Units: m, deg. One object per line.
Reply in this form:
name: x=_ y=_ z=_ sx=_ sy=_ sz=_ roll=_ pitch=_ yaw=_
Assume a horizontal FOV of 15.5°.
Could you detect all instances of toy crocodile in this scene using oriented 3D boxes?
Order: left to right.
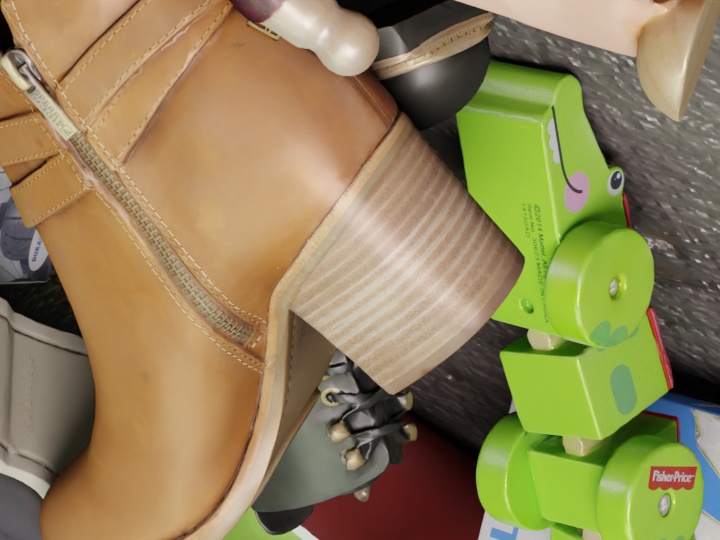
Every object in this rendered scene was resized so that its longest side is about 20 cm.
toy crocodile: x=0.070 y=0.026 z=0.829 sx=0.067 sy=0.062 sz=0.201 roll=10 pitch=123 yaw=44

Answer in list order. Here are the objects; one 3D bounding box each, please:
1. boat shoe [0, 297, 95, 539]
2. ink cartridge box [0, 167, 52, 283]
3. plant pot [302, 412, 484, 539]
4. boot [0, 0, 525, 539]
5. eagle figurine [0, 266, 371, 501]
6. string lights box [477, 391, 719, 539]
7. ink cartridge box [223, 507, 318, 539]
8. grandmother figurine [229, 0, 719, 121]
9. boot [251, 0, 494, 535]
boat shoe: x=-0.117 y=0.054 z=0.831 sx=0.062 sy=0.073 sz=0.200 roll=-7 pitch=152 yaw=24
ink cartridge box: x=-0.161 y=-0.044 z=0.771 sx=0.039 sy=0.100 sz=0.200 roll=30 pitch=-159 yaw=37
plant pot: x=-0.044 y=0.120 z=1.123 sx=0.177 sy=0.201 sz=0.200 roll=44 pitch=159 yaw=-8
boot: x=-0.069 y=-0.004 z=0.735 sx=0.155 sy=0.077 sz=0.200 roll=43 pitch=134 yaw=-10
eagle figurine: x=-0.083 y=-0.004 z=0.955 sx=0.199 sy=0.151 sz=0.152 roll=23 pitch=173 yaw=-12
string lights box: x=0.137 y=0.103 z=0.897 sx=0.199 sy=0.103 sz=0.059 roll=14 pitch=-178 yaw=39
ink cartridge box: x=-0.017 y=0.163 z=0.968 sx=0.148 sy=0.076 sz=0.200 roll=40 pitch=129 yaw=7
grandmother figurine: x=-0.008 y=-0.104 z=0.631 sx=0.199 sy=0.122 sz=0.061 roll=16 pitch=-161 yaw=11
boot: x=0.000 y=0.000 z=0.797 sx=0.200 sy=0.077 sz=0.139 roll=-23 pitch=90 yaw=61
